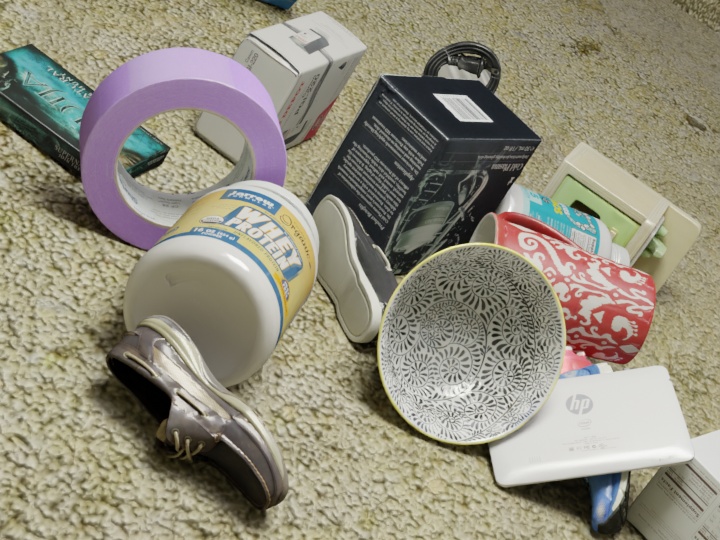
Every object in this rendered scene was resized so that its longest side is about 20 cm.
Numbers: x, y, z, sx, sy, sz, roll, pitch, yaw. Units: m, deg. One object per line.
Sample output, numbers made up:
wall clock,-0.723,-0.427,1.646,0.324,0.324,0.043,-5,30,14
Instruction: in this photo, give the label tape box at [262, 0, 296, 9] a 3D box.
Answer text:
label tape box,-0.159,-0.436,2.258,0.144,0.063,0.200,14,32,-33

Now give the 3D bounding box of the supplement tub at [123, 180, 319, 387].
supplement tub,-0.122,0.006,1.456,0.144,0.145,0.200,32,27,-1

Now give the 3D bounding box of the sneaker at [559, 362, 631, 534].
sneaker,0.229,0.187,1.625,0.089,0.079,0.200,-6,46,1

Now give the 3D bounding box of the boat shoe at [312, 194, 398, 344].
boat shoe,0.000,0.000,1.681,0.060,0.074,0.200,13,36,-34

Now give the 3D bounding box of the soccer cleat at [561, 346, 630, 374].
soccer cleat,0.275,0.144,1.763,0.200,0.067,0.077,21,62,-36

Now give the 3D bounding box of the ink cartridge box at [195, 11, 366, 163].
ink cartridge box,-0.092,-0.217,1.868,0.085,0.146,0.200,38,27,11

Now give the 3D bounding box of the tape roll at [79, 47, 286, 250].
tape roll,-0.175,-0.115,1.544,0.200,0.200,0.066,20,29,-23

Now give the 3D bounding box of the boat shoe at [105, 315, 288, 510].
boat shoe,-0.142,0.130,1.328,0.073,0.075,0.200,-32,69,-33

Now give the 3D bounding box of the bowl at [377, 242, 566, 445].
bowl,0.098,0.069,1.591,0.200,0.201,0.094,23,-1,-18

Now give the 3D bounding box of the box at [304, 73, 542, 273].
box,0.070,-0.109,1.801,0.200,0.197,0.124,-6,46,-52

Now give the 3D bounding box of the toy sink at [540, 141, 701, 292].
toy sink,0.323,-0.050,2.053,0.200,0.131,0.112,37,27,6

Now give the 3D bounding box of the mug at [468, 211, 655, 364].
mug,0.223,0.008,1.774,0.199,0.133,0.178,17,65,-9

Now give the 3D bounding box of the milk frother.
milk frother,0.135,-0.235,2.089,0.180,0.200,0.188,16,30,-22

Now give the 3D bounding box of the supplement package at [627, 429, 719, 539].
supplement package,0.403,0.271,1.611,0.155,0.111,0.200,-6,46,-50

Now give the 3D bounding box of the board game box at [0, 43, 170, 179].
board game box,-0.314,-0.164,1.670,0.200,0.028,0.135,36,26,7

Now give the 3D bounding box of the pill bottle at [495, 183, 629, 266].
pill bottle,0.232,-0.030,1.940,0.199,0.111,0.111,21,28,-22

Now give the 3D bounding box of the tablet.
tablet,0.226,0.155,1.591,0.199,0.014,0.130,-7,43,-2
